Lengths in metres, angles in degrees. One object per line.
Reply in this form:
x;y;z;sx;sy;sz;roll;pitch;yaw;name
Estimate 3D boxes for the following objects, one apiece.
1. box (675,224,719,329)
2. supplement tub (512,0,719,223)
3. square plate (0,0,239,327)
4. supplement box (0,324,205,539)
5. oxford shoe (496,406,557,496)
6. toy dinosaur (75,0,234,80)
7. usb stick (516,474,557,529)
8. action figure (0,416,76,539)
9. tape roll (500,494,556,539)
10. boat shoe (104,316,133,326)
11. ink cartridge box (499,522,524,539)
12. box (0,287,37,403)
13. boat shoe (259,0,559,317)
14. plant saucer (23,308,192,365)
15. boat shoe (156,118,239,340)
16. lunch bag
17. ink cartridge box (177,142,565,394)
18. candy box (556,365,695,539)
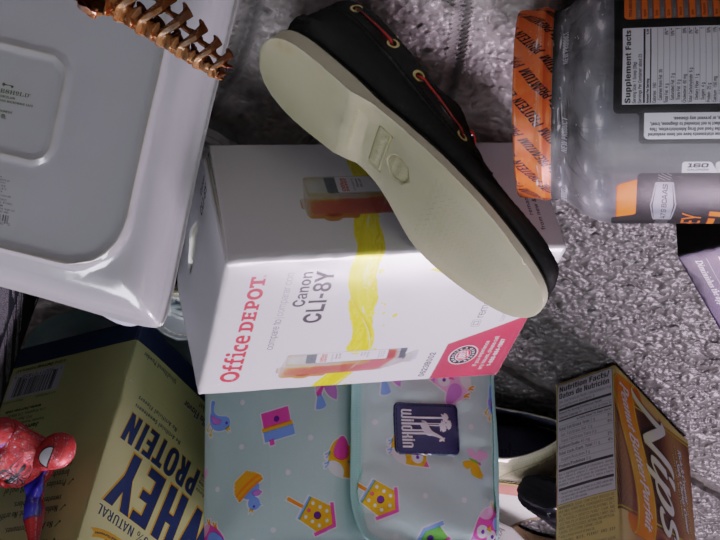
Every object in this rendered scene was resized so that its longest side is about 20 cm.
0.289;0.008;0.758;0.141;0.079;0.200;-18;134;27;box
0.178;-0.084;0.631;0.199;0.123;0.123;1;141;12;supplement tub
-0.178;-0.087;0.661;0.199;0.199;0.028;13;-178;5;square plate
-0.216;0.169;0.905;0.199;0.200;0.134;-14;136;27;supplement box
0.058;0.125;0.958;0.199;0.071;0.074;0;145;-5;oxford shoe
-0.120;-0.165;0.580;0.102;0.135;0.201;-24;90;55;toy dinosaur
0.191;0.208;0.981;0.055;0.033;0.200;17;164;50;usb stick
-0.262;0.153;0.795;0.199;0.099;0.065;-20;138;23;action figure
0.173;0.218;1.072;0.202;0.037;0.203;7;141;5;tape roll
-0.148;-0.066;0.719;0.091;0.071;0.201;-23;105;25;boat shoe
0.057;0.231;1.070;0.200;0.050;0.161;48;143;-3;ink cartridge box
-0.255;0.007;0.811;0.079;0.142;0.200;16;141;-6;box
0.036;-0.062;0.667;0.201;0.063;0.074;47;149;8;boat shoe
-0.175;0.105;1.007;0.200;0.039;0.201;6;141;5;plant saucer
-0.118;-0.013;0.828;0.074;0.065;0.202;14;141;-5;boat shoe
-0.002;0.119;0.873;0.199;0.171;0.122;-7;160;16;lunch bag
0.000;0.000;0.757;0.199;0.084;0.145;-2;145;-16;ink cartridge box
0.188;0.182;0.892;0.055;0.201;0.115;-23;131;30;candy box
